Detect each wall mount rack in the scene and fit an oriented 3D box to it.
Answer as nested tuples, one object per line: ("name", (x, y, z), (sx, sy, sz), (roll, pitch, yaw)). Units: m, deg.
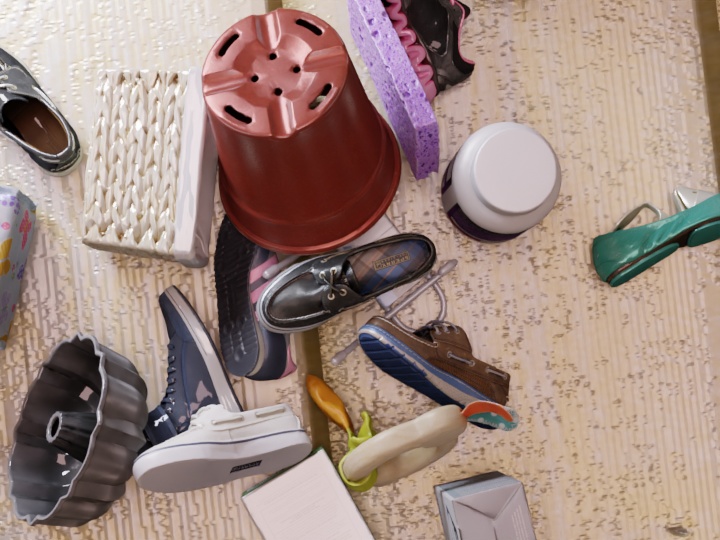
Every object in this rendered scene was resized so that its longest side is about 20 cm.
("wall mount rack", (0.000, 0.000, 1.762), (0.173, 0.075, 0.200), (-39, 88, -4))

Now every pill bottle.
("pill bottle", (0.146, -0.091, 1.704), (0.110, 0.200, 0.113), (0, 87, -3))

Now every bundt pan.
("bundt pan", (-0.282, 0.169, 1.690), (0.075, 0.201, 0.204), (20, 85, -31))

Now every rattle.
("rattle", (0.057, 0.137, 1.725), (0.200, 0.130, 0.144), (-37, 49, 28))

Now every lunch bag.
("lunch bag", (-0.457, -0.018, 1.719), (0.198, 0.127, 0.171), (13, 84, 5))

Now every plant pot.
("plant pot", (-0.069, -0.149, 1.675), (0.199, 0.196, 0.202), (-4, 63, 8))

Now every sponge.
("sponge", (0.033, -0.205, 1.729), (0.030, 0.112, 0.201), (-20, 67, -6))

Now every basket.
("basket", (-0.217, -0.110, 1.732), (0.122, 0.136, 0.202), (6, 86, 2))

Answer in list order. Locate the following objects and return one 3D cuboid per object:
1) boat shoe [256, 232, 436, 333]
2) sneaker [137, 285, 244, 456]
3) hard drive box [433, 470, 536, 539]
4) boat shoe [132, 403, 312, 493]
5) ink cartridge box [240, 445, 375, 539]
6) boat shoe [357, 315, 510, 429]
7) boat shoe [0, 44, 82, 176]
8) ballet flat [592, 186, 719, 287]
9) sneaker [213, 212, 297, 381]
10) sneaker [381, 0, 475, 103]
("boat shoe", (-0.014, 0.007, 1.698), (0.199, 0.057, 0.069), (-23, 87, -7))
("sneaker", (-0.209, 0.131, 1.743), (0.145, 0.077, 0.204), (-23, 89, -7))
("hard drive box", (0.136, 0.293, 1.686), (0.076, 0.200, 0.157), (-13, 86, -3))
("boat shoe", (-0.146, 0.172, 1.677), (0.199, 0.071, 0.070), (-9, 58, -31))
("ink cartridge box", (-0.035, 0.299, 1.748), (0.103, 0.059, 0.201), (-30, 88, -4))
("boat shoe", (0.080, 0.092, 1.744), (0.200, 0.072, 0.073), (36, 68, -31))
("boat shoe", (-0.375, -0.187, 1.762), (0.072, 0.068, 0.200), (-44, 88, -3))
("ballet flat", (0.339, -0.052, 1.788), (0.199, 0.067, 0.071), (-24, 73, -6))
("sneaker", (-0.108, 0.022, 1.769), (0.070, 0.082, 0.202), (-16, 68, 39))
("sneaker", (0.068, -0.282, 1.773), (0.095, 0.079, 0.201), (-23, 111, -11))
